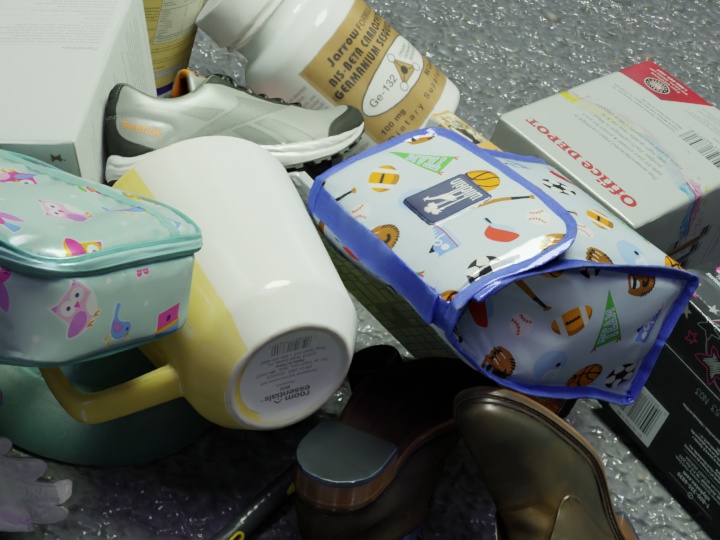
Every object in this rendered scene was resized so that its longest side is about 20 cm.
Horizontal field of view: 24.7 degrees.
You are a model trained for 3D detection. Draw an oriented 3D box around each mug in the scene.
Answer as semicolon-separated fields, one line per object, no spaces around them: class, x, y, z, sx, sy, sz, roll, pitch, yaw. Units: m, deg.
mug;-0.090;0.032;1.027;0.149;0.187;0.153;36;11;-48

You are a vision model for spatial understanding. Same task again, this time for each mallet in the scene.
mallet;-0.028;0.133;1.085;0.041;0.066;0.200;6;41;42

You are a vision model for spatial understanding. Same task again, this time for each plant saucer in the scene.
plant saucer;-0.182;0.046;1.116;0.200;0.036;0.200;13;39;-11

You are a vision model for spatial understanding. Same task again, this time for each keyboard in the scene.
keyboard;0.000;0.000;1.151;0.200;0.056;0.011;46;52;-29

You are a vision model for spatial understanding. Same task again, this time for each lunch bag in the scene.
lunch bag;0.085;-0.007;1.049;0.200;0.124;0.170;6;25;-39
lunch bag;-0.199;-0.018;0.931;0.200;0.077;0.160;22;21;28

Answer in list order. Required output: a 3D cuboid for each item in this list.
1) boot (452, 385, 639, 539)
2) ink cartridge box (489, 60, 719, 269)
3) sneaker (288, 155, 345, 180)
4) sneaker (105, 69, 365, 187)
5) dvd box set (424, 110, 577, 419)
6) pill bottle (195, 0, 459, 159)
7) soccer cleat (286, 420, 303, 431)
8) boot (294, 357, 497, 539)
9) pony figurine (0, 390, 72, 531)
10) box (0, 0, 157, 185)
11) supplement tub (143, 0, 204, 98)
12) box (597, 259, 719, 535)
boot;0.114;0.163;1.019;0.200;0.075;0.097;50;38;-30
ink cartridge box;0.198;-0.052;1.308;0.200;0.145;0.145;-22;55;-40
sneaker;-0.069;-0.066;1.247;0.082;0.077;0.200;-20;22;-21
sneaker;-0.082;-0.100;1.117;0.200;0.074;0.079;-9;91;-35
dvd box set;0.102;-0.003;1.208;0.200;0.146;0.029;40;31;21
pill bottle;-0.028;-0.165;1.313;0.200;0.114;0.114;40;36;-15
soccer cleat;-0.038;0.025;1.164;0.065;0.084;0.200;16;39;-5
boot;0.019;0.128;1.065;0.075;0.097;0.200;24;31;28
pony figurine;-0.275;0.074;0.976;0.193;0.167;0.200;-9;41;15
box;-0.210;-0.097;1.133;0.097;0.124;0.200;2;40;6
supplement tub;-0.192;-0.241;1.314;0.145;0.200;0.145;12;39;-10
box;0.289;0.105;1.177;0.115;0.132;0.200;-12;49;-38
